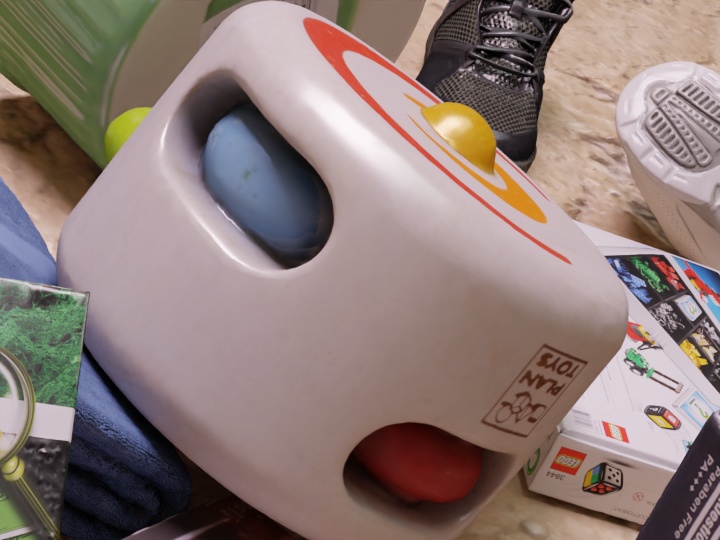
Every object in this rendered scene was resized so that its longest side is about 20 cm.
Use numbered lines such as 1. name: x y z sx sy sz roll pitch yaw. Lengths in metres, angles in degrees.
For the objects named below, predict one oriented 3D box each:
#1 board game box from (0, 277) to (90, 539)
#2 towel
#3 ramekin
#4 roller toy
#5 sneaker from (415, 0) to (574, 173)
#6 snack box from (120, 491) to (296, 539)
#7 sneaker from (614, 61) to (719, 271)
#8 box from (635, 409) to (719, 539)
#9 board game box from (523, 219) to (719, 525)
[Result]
1. board game box: -0.182 0.041 0.601 0.199 0.023 0.106 9 68 -14
2. towel: -0.136 0.011 0.737 0.200 0.049 0.112 51 6 39
3. ramekin: -0.063 -0.126 0.918 0.199 0.201 0.098 -7 48 -47
4. roller toy: 0.000 0.000 0.751 0.200 0.140 0.183 38 12 -10
5. sneaker: 0.075 -0.125 1.123 0.076 0.115 0.200 21 29 -3
6. snack box: -0.076 0.122 0.641 0.072 0.024 0.200 36 29 23
7. sneaker: 0.207 -0.015 1.079 0.201 0.078 0.099 55 -6 16
8. box: 0.131 0.178 0.525 0.123 0.201 0.199 10 31 -29
9. board game box: 0.122 0.044 0.941 0.125 0.035 0.200 19 27 -15
